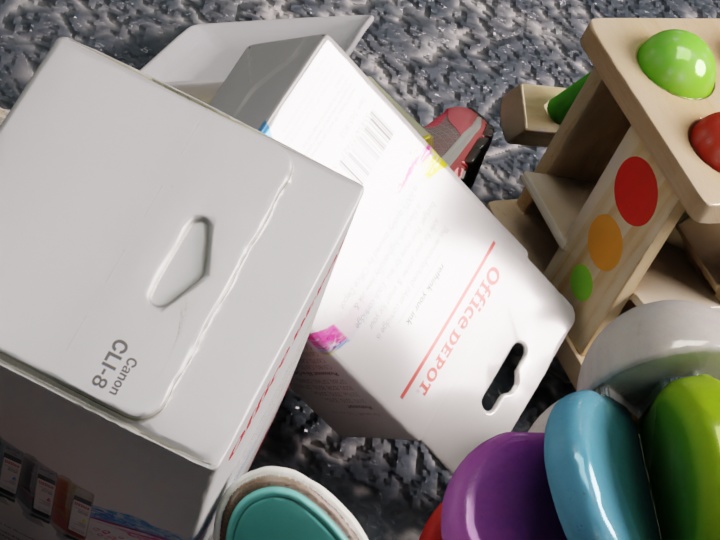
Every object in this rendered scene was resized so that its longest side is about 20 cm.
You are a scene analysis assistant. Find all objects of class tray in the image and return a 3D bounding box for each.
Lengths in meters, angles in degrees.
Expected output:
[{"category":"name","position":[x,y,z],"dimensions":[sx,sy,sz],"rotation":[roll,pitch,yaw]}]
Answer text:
[{"category":"tray","position":[-0.054,-0.109,1.308],"dimensions":[0.106,0.022,0.200],"rotation":[-3,14,7]}]

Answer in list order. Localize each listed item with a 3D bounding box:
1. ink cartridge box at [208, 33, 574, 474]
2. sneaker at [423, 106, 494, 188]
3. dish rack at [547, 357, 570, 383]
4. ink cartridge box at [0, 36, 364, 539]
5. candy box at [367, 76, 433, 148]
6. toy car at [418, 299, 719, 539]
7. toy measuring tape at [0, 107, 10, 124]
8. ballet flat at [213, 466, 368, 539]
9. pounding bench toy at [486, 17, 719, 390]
[{"category":"ink cartridge box","position":[0.000,0.000,1.162],"dimensions":[0.200,0.068,0.116],"rotation":[46,63,-27]},{"category":"sneaker","position":[0.005,-0.041,1.293],"dimensions":[0.086,0.074,0.200],"rotation":[29,40,8]},{"category":"dish rack","position":[0.179,0.035,1.313],"dimensions":[0.199,0.055,0.153],"rotation":[36,42,13]},{"category":"ink cartridge box","position":[-0.104,0.033,1.029],"dimensions":[0.144,0.200,0.146],"rotation":[27,60,2]},{"category":"candy box","position":[-0.072,-0.062,1.254],"dimensions":[0.198,0.027,0.102],"rotation":[-9,22,-16]},{"category":"toy car","position":[0.100,0.118,1.072],"dimensions":[0.149,0.200,0.176],"rotation":[1,60,-18]},{"category":"toy measuring tape","position":[-0.107,-0.005,1.166],"dimensions":[0.200,0.073,0.074],"rotation":[39,32,-28]},{"category":"ballet flat","position":[-0.002,0.155,1.025],"dimensions":[0.201,0.069,0.070],"rotation":[60,34,-21]},{"category":"pounding bench toy","position":[0.148,-0.065,1.240],"dimensions":[0.123,0.157,0.201],"rotation":[-4,49,-31]}]
